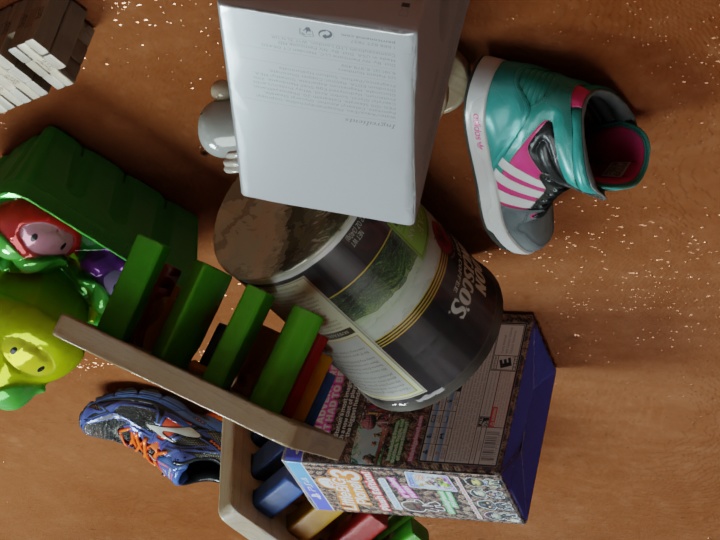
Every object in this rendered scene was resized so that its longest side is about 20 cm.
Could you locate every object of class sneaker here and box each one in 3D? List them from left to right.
[{"bbox_3d":[-0.191,0.175,1.996,0.200,0.079,0.075,12,149,4],"label":"sneaker"},{"bbox_3d":[0.152,-0.074,1.439,0.121,0.084,0.200,13,150,23],"label":"sneaker"}]

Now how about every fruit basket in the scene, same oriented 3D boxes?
[{"bbox_3d":[-0.252,0.014,1.641,0.215,0.216,0.155,33,145,-27],"label":"fruit basket"}]

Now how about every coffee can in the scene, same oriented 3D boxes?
[{"bbox_3d":[0.000,0.000,1.557,0.146,0.147,0.200,-11,141,36],"label":"coffee can"}]

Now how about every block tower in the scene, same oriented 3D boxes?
[{"bbox_3d":[-0.290,-0.156,1.520,0.200,0.058,0.054,-14,138,41],"label":"block tower"}]

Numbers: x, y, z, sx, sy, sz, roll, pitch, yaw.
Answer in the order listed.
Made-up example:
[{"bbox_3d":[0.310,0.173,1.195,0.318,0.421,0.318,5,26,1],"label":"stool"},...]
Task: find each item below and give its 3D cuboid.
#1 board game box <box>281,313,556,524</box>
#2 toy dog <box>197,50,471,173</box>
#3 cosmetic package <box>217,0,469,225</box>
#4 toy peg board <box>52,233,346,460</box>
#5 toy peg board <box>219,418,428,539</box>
[{"bbox_3d":[0.054,0.126,1.728,0.200,0.160,0.097,2,147,22],"label":"board game box"},{"bbox_3d":[-0.020,-0.140,1.383,0.200,0.097,0.132,-13,-169,-7],"label":"toy dog"},{"bbox_3d":[-0.003,-0.171,1.228,0.123,0.200,0.200,9,149,8],"label":"cosmetic package"},{"bbox_3d":[-0.102,0.057,1.521,0.200,0.098,0.199,25,177,13],"label":"toy peg board"},{"bbox_3d":[-0.026,0.195,1.862,0.098,0.200,0.199,-40,116,21],"label":"toy peg board"}]
